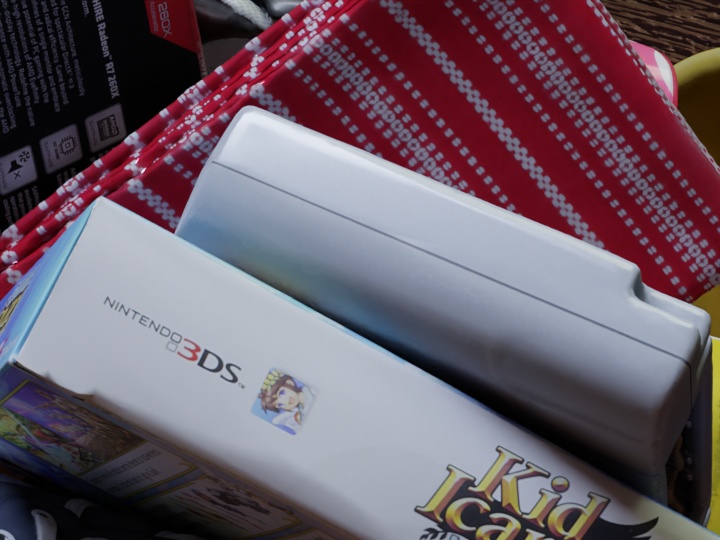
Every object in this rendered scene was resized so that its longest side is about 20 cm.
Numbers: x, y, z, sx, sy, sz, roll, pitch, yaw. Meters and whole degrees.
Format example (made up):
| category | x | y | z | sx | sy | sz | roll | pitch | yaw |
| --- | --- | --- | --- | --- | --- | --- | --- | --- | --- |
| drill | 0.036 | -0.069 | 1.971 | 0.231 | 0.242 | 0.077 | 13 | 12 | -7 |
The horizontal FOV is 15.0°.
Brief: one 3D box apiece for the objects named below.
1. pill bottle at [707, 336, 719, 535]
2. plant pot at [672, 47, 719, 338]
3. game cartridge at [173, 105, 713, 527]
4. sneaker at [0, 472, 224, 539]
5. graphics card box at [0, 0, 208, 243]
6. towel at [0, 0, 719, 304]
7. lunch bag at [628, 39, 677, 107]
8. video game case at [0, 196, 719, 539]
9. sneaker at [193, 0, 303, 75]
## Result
| category | x | y | z | sx | sy | sz | roll | pitch | yaw |
| --- | --- | --- | --- | --- | --- | --- | --- | --- | --- |
| pill bottle | 0.062 | 0.063 | 0.876 | 0.199 | 0.112 | 0.111 | 16 | 6 | -14 |
| plant pot | 0.177 | 0.042 | 1.067 | 0.188 | 0.202 | 0.201 | 27 | 1 | -23 |
| game cartridge | 0.021 | 0.026 | 0.670 | 0.132 | 0.042 | 0.200 | 19 | -15 | 14 |
| sneaker | -0.100 | 0.079 | 0.608 | 0.108 | 0.071 | 0.200 | 17 | 4 | 33 |
| graphics card box | -0.137 | -0.026 | 0.772 | 0.199 | 0.126 | 0.051 | -28 | 42 | -23 |
| towel | 0.000 | 0.000 | 0.777 | 0.145 | 0.200 | 0.023 | 51 | 7 | -21 |
| lunch bag | 0.037 | -0.004 | 1.036 | 0.081 | 0.201 | 0.176 | 13 | 4 | -22 |
| video game case | -0.010 | 0.057 | 0.670 | 0.180 | 0.046 | 0.200 | 28 | -14 | -9 |
| sneaker | -0.015 | -0.056 | 0.854 | 0.199 | 0.075 | 0.115 | 34 | -24 | -17 |
